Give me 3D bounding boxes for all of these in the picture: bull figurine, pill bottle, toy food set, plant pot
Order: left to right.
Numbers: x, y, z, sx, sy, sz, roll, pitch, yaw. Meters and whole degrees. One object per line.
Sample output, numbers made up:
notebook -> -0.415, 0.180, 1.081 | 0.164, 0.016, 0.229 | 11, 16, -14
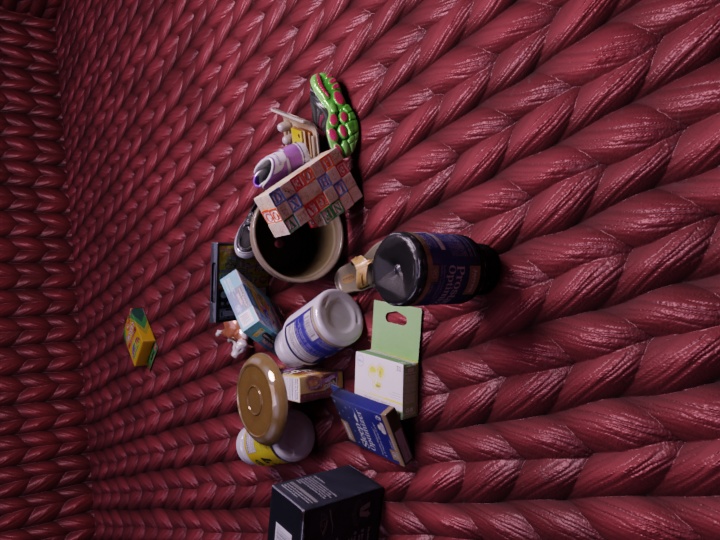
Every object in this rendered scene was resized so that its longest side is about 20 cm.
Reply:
bull figurine -> -0.342, 0.135, 1.658 | 0.121, 0.065, 0.202 | -20, 74, 46
plant pot -> -0.223, 0.282, 1.362 | 0.199, 0.027, 0.203 | 0, 90, 51
pill bottle -> -0.203, 0.393, 1.450 | 0.199, 0.113, 0.116 | -28, 69, 48
plant pot -> -0.158, -0.069, 1.357 | 0.173, 0.198, 0.203 | 170, 98, -66
toy food set -> -0.149, -0.250, 1.390 | 0.143, 0.060, 0.202 | 31, 134, 47
pill bottle -> -0.095, 0.130, 1.313 | 0.200, 0.119, 0.121 | -35, 64, 45
pill bottle -> 0.125, -0.002, 0.978 | 0.111, 0.198, 0.113 | 1, 91, 51

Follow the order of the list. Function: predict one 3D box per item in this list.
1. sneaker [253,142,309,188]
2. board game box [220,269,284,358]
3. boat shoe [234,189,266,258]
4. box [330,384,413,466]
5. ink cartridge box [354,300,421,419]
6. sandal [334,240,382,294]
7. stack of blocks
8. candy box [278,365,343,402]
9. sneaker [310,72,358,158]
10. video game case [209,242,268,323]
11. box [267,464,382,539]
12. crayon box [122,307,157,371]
sneaker -> -0.185, -0.193, 1.327 | 0.073, 0.114, 0.201 | 54, 151, 15
board game box -> -0.229, 0.105, 1.428 | 0.047, 0.200, 0.152 | -33, 58, 3
boat shoe -> -0.236, -0.121, 1.456 | 0.069, 0.201, 0.066 | 24, 148, 7
box -> 0.010, 0.297, 1.213 | 0.199, 0.032, 0.122 | 8, 124, 52
ink cartridge box -> 0.051, 0.166, 1.192 | 0.145, 0.048, 0.203 | 7, 98, 51
sandal -> 0.000, 0.000, 1.246 | 0.199, 0.054, 0.081 | -26, 70, 48
stack of blocks -> -0.099, -0.144, 1.233 | 0.058, 0.200, 0.116 | -7, 117, 51
candy box -> -0.142, 0.245, 1.373 | 0.199, 0.116, 0.057 | -2, 89, 50
sneaker -> -0.058, -0.319, 1.319 | 0.084, 0.076, 0.202 | 122, 135, -63
video game case -> -0.287, 0.025, 1.493 | 0.025, 0.199, 0.183 | 3, 93, 27
box -> -0.072, 0.513, 1.220 | 0.117, 0.198, 0.199 | 14, 101, 49
crayon box -> -0.784, 0.246, 2.218 | 0.200, 0.050, 0.128 | 52, 127, 36
